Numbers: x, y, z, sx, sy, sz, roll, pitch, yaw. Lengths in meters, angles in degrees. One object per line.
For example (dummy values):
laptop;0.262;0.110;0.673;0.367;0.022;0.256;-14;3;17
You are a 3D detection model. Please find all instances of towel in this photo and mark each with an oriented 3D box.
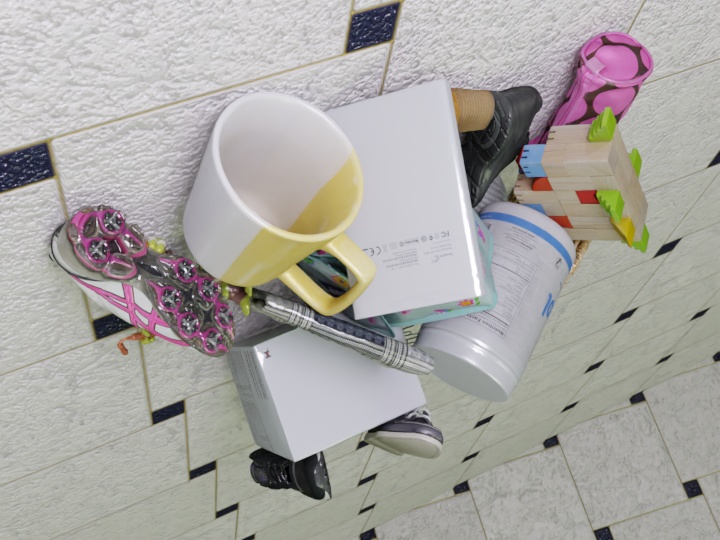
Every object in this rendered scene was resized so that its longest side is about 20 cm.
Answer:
towel;-0.032;0.067;1.043;0.190;0.035;0.200;21;177;-11

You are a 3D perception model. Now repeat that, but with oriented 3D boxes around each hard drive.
hard drive;0.039;-0.065;0.912;0.130;0.204;0.026;-11;176;23

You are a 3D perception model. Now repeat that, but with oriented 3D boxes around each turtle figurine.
turtle figurine;-0.197;0.020;1.027;0.158;0.065;0.202;0;138;-13

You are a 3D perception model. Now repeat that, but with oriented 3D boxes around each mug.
mug;-0.090;-0.044;0.897;0.148;0.189;0.153;-7;158;-35

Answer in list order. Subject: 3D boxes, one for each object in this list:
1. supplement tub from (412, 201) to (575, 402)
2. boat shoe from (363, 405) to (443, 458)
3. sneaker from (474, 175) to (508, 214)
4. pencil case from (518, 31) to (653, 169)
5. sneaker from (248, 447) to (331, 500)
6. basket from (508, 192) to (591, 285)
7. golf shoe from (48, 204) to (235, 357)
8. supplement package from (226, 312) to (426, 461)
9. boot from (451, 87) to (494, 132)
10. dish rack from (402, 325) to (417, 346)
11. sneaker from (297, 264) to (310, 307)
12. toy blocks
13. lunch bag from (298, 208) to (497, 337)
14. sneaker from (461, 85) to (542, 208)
supplement tub;0.157;0.035;1.123;0.202;0.130;0.132;-62;164;-17
boat shoe;0.056;0.194;1.206;0.072;0.064;0.200;26;164;-11
sneaker;0.142;-0.056;1.273;0.074;0.105;0.203;-13;124;-12
pencil case;0.256;-0.180;1.115;0.092;0.092;0.201;-10;149;-21
sneaker;-0.096;0.265;1.251;0.086;0.077;0.200;-12;180;-16
basket;0.271;-0.019;1.376;0.141;0.150;0.201;-15;153;-28
golf shoe;-0.207;0.017;0.925;0.200;0.073;0.092;42;142;-22
supplement package;-0.051;0.133;1.239;0.189;0.149;0.200;-20;-178;-19
boot;0.048;-0.121;1.036;0.142;0.072;0.202;-9;147;-26
dish rack;0.050;0.112;1.337;0.054;0.203;0.154;-12;154;-15
sneaker;0.000;0.000;1.195;0.197;0.083;0.074;-16;153;-30
toy blocks;0.239;-0.096;1.092;0.135;0.101;0.200;3;150;33
lunch bag;0.028;-0.016;1.035;0.197;0.124;0.171;-14;145;22
sneaker;0.149;-0.134;1.109;0.090;0.076;0.200;-25;162;-33
